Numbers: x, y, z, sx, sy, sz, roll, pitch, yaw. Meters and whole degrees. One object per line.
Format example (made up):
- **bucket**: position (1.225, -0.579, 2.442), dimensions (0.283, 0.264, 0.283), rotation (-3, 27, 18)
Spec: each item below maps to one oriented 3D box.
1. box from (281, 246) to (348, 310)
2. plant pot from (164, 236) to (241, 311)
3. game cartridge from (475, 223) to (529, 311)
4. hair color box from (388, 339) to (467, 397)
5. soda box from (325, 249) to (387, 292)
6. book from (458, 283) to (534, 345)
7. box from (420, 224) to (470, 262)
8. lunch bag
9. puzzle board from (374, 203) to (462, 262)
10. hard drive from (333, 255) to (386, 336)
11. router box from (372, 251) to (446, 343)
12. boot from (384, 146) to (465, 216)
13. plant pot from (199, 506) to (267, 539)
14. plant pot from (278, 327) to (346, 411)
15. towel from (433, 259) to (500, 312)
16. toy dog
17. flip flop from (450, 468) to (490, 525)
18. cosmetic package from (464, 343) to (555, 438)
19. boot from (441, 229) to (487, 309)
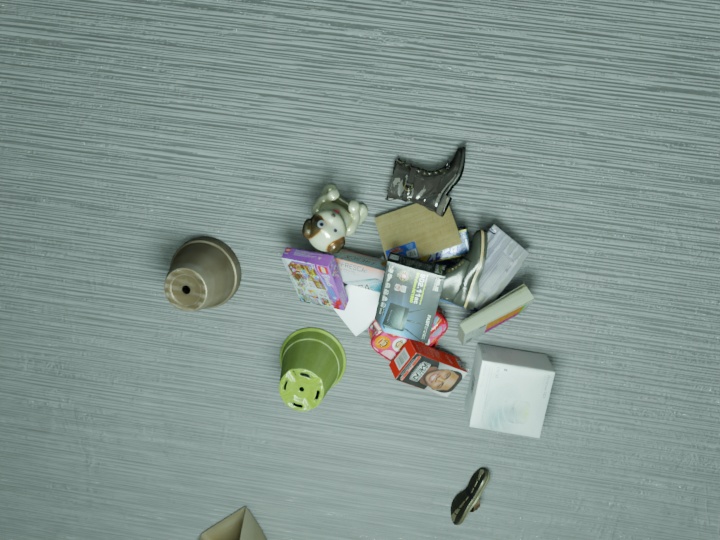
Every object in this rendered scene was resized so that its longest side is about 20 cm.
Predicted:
- **box**: position (-0.116, 0.025, 1.546), dimensions (0.135, 0.039, 0.201), rotation (11, 146, 20)
- **plant pot**: position (-0.438, 0.027, 1.584), dimensions (0.196, 0.174, 0.203), rotation (1, 107, 4)
- **game cartridge**: position (0.333, -0.003, 1.539), dimensions (0.129, 0.038, 0.201), rotation (37, 95, -6)
- **hair color box**: position (0.186, 0.268, 1.604), dimensions (0.198, 0.062, 0.102), rotation (23, 113, -32)
- **soda box**: position (0.000, 0.000, 1.560), dimensions (0.197, 0.064, 0.069), rotation (15, 118, 19)
- **book**: position (0.349, 0.124, 1.539), dimensions (0.198, 0.134, 0.048), rotation (-29, 68, -4)
- **box**: position (0.187, -0.062, 1.556), dimensions (0.197, 0.064, 0.071), rotation (-12, 104, 9)
- **lunch bag**: position (0.137, 0.167, 1.612), dimensions (0.175, 0.082, 0.200), rotation (36, 108, -22)
- **puzzle board**: position (0.147, -0.102, 1.525), dimensions (0.197, 0.017, 0.153), rotation (-19, 65, 6)
- **hard drive**: position (0.025, 0.072, 1.629), dimensions (0.199, 0.025, 0.132), rotation (-37, 99, 13)
- **router box**: position (0.121, 0.070, 1.474), dimensions (0.147, 0.062, 0.203), rotation (13, 116, 5)
- **boot**: position (0.165, -0.247, 1.504), dimensions (0.172, 0.069, 0.203), rotation (24, 91, 11)
- **plant pot**: position (-0.383, 0.903, 1.822), dimensions (0.199, 0.201, 0.178), rotation (-34, 111, 13)
- **plant pot**: position (-0.147, 0.285, 1.620), dimensions (0.196, 0.190, 0.204), rotation (1, 105, 5)
- **towel**: position (0.279, 0.044, 1.586), dimensions (0.197, 0.049, 0.113), rotation (18, 106, 0)
- **toy dog**: position (-0.083, -0.117, 1.495), dimensions (0.139, 0.200, 0.194), rotation (40, 105, -6)
- **flip flop**: position (0.333, 0.678, 1.752), dimensions (0.057, 0.081, 0.202), rotation (27, 102, -18)
- **cosmetic package**: position (0.406, 0.329, 1.617), dimensions (0.196, 0.123, 0.203), rotation (8, 107, 2)
- **boot**: position (0.240, -0.013, 1.490), dimensions (0.136, 0.077, 0.203), rotation (12, 94, 5)
